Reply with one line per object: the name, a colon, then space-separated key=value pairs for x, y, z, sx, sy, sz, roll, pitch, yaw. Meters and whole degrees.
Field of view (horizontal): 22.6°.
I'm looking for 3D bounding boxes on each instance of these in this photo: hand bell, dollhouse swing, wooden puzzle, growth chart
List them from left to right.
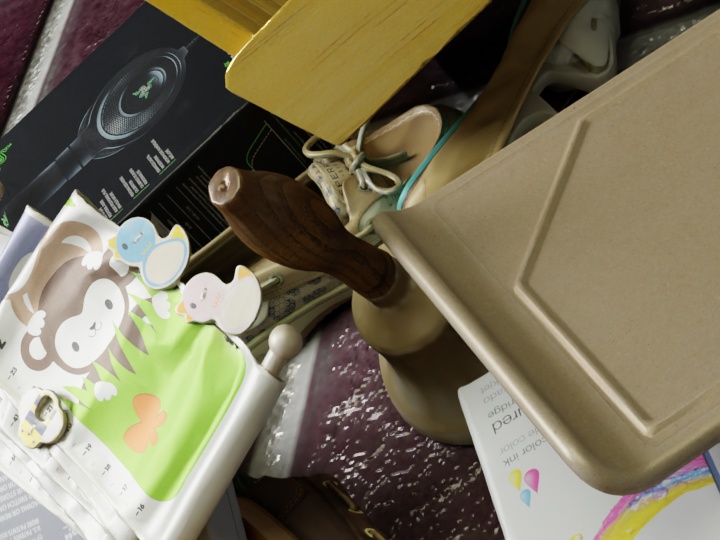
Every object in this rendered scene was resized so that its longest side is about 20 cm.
growth chart: x=-0.119 y=0.040 z=0.762 sx=0.199 sy=0.018 sz=0.146 roll=27 pitch=98 yaw=31
dollhouse swing: x=-0.012 y=-0.181 z=0.904 sx=0.182 sy=0.176 sz=0.200 roll=-42 pitch=3 yaw=25
hand bell: x=0.000 y=0.000 z=0.753 sx=0.103 sy=0.200 sz=0.105 roll=-13 pitch=66 yaw=30
wooden puzzle: x=0.126 y=-0.015 z=0.667 sx=0.199 sy=0.037 sz=0.185 roll=-29 pitch=39 yaw=-8

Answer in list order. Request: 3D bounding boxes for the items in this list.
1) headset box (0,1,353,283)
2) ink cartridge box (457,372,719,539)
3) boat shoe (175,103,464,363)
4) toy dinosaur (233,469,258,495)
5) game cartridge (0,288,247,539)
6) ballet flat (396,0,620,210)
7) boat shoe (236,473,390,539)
headset box: x=-0.119 y=-0.050 z=1.016 sx=0.200 sy=0.093 sz=0.174 roll=-43 pitch=36 yaw=2
ink cartridge box: x=0.134 y=0.096 z=0.651 sx=0.145 sy=0.088 sz=0.201 roll=-31 pitch=40 yaw=14
boat shoe: x=-0.024 y=-0.020 z=0.925 sx=0.200 sy=0.063 sz=0.073 roll=-43 pitch=36 yaw=-1
toy dinosaur: x=-0.134 y=0.125 z=0.869 sx=0.200 sy=0.102 sz=0.136 roll=43 pitch=103 yaw=32
game cartridge: x=-0.141 y=0.106 z=0.798 sx=0.199 sy=0.041 sz=0.134 roll=-25 pitch=76 yaw=28
ballet flat: x=0.093 y=-0.085 z=0.896 sx=0.063 sy=0.069 sz=0.201 roll=25 pitch=76 yaw=28
boat shoe: x=0.009 y=0.142 z=0.736 sx=0.070 sy=0.071 sz=0.200 roll=-12 pitch=34 yaw=-29
